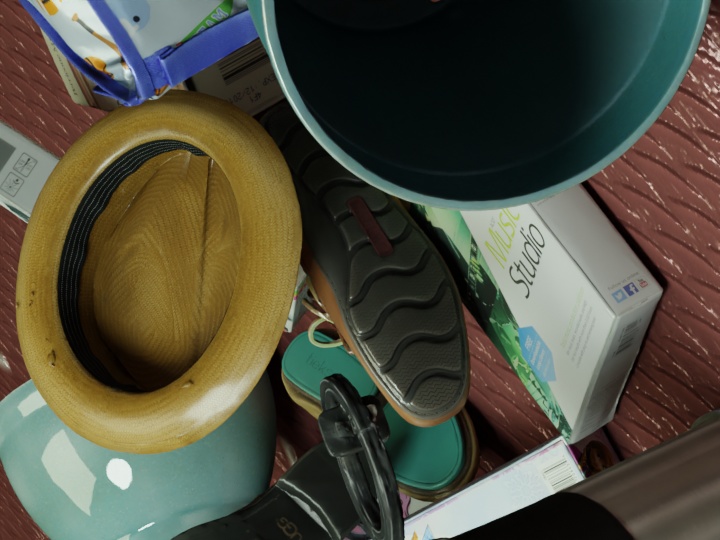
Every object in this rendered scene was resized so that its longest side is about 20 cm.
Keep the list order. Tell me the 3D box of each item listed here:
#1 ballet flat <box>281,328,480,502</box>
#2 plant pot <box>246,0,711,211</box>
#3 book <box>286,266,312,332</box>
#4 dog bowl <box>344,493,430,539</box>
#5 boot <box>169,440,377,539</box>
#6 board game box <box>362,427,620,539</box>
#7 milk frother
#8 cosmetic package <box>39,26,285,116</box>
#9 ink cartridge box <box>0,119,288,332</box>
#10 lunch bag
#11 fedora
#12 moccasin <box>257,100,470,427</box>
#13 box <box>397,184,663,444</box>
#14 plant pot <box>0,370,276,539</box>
[{"bbox_3d":[0.024,0.093,1.732,0.063,0.069,0.200,43,178,-41],"label":"ballet flat"},{"bbox_3d":[0.030,-0.150,1.248,0.188,0.199,0.201,-132,21,-66],"label":"plant pot"},{"bbox_3d":[-0.088,-0.020,1.732,0.133,0.048,0.200,35,171,2],"label":"book"},{"bbox_3d":[0.011,0.206,1.858,0.200,0.074,0.201,48,155,32],"label":"dog bowl"},{"bbox_3d":[-0.064,0.181,1.691,0.069,0.199,0.174,53,163,9],"label":"boot"},{"bbox_3d":[0.101,0.211,1.581,0.199,0.041,0.201,-31,87,38],"label":"board game box"},{"bbox_3d":[0.097,0.117,1.383,0.180,0.187,0.201,-16,94,59],"label":"milk frother"},{"bbox_3d":[-0.119,-0.152,1.700,0.200,0.087,0.104,17,133,61],"label":"cosmetic package"},{"bbox_3d":[-0.154,-0.019,1.721,0.199,0.044,0.174,32,173,23],"label":"ink cartridge box"},{"bbox_3d":[-0.103,-0.187,1.511,0.200,0.170,0.124,45,159,34],"label":"lunch bag"},{"bbox_3d":[-0.098,0.004,1.551,0.201,0.201,0.082,50,-164,27],"label":"fedora"},{"bbox_3d":[-0.001,0.001,1.549,0.202,0.073,0.078,54,162,21],"label":"moccasin"},{"bbox_3d":[0.077,-0.022,1.487,0.200,0.036,0.145,55,158,22],"label":"box"},{"bbox_3d":[-0.140,0.138,1.907,0.200,0.199,0.135,117,134,-64],"label":"plant pot"}]
